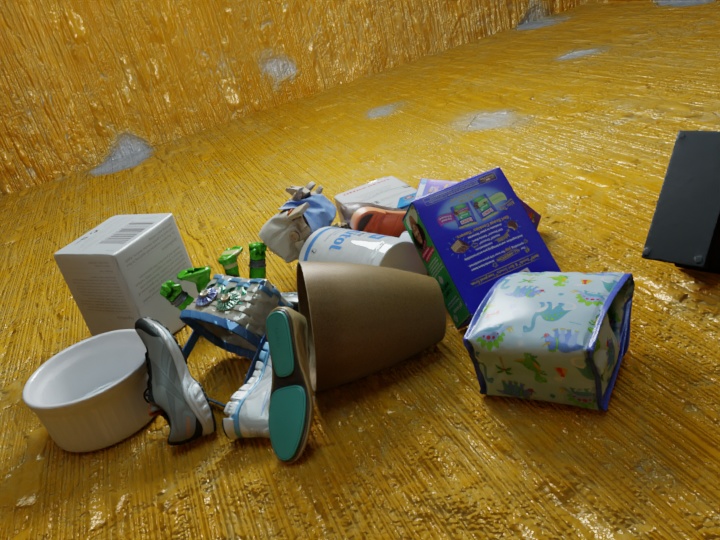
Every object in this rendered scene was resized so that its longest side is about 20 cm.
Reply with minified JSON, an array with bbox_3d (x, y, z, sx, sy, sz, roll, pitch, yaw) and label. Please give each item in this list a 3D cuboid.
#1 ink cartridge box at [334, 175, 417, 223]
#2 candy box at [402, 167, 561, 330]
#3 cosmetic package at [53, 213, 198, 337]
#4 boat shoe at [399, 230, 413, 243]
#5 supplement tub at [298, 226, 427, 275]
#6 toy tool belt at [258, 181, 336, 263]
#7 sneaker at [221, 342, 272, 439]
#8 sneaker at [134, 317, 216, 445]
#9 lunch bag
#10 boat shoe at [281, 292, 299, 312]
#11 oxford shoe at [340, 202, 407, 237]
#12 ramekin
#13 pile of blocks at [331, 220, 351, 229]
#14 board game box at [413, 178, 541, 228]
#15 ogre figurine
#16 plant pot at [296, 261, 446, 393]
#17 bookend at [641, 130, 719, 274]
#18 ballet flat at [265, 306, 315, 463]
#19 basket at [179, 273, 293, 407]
[{"bbox_3d":[0.047,-0.118,1.448,0.144,0.085,0.200,-21,25,-12],"label":"ink cartridge box"},{"bbox_3d":[0.185,-0.036,1.077,0.167,0.202,0.077,-21,-18,-16],"label":"candy box"},{"bbox_3d":[-0.424,0.019,1.300,0.163,0.202,0.165,1,30,30],"label":"cosmetic package"},{"bbox_3d":[0.118,-0.068,1.226,0.074,0.087,0.202,29,1,3],"label":"boat shoe"},{"bbox_3d":[0.000,0.000,1.179,0.199,0.133,0.131,11,36,45],"label":"supplement tub"},{"bbox_3d":[-0.096,-0.103,1.298,0.123,0.124,0.200,-52,-1,31],"label":"toy tool belt"},{"bbox_3d":[-0.113,0.164,0.990,0.086,0.076,0.201,4,42,21],"label":"sneaker"},{"bbox_3d":[-0.278,0.154,0.985,0.079,0.074,0.201,-25,69,-22],"label":"sneaker"},{"bbox_3d":[0.250,0.070,0.898,0.168,0.128,0.201,2,40,33],"label":"lunch bag"},{"bbox_3d":[-0.114,0.067,1.179,0.200,0.075,0.065,-4,31,38],"label":"boat shoe"},{"bbox_3d":[0.047,-0.097,1.307,0.199,0.072,0.073,12,23,-45],"label":"oxford shoe"},{"bbox_3d":[-0.400,0.185,1.068,0.198,0.099,0.201,-12,25,6],"label":"ramekin"},{"bbox_3d":[-0.023,-0.043,1.338,0.062,0.083,0.199,-31,30,-31],"label":"pile of blocks"},{"bbox_3d":[0.217,-0.118,1.300,0.199,0.134,0.045,14,80,46],"label":"board game box"},{"bbox_3d":[-0.251,0.037,1.260,0.097,0.121,0.199,6,31,45],"label":"ogre figurine"},{"bbox_3d":[0.017,0.070,1.002,0.197,0.189,0.187,-6,24,-9],"label":"plant pot"},{"bbox_3d":[0.531,-0.078,1.051,0.092,0.201,0.199,13,-7,46],"label":"bookend"},{"bbox_3d":[-0.084,0.148,0.916,0.068,0.203,0.063,-10,-13,29],"label":"ballet flat"},{"bbox_3d":[-0.210,0.110,1.087,0.175,0.139,0.202,4,66,37],"label":"basket"}]
